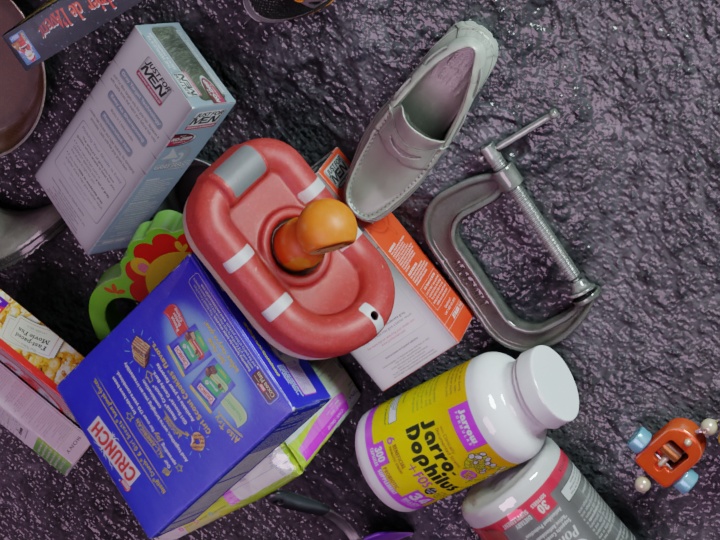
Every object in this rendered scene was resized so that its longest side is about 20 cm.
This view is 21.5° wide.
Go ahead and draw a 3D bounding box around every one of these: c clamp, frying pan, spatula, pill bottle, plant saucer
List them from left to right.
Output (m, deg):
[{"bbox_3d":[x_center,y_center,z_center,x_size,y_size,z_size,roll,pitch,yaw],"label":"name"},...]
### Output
[{"bbox_3d":[-0.378,-0.200,1.775,0.198,0.032,0.202,9,119,16],"label":"plant saucer"},{"bbox_3d":[-0.148,-0.026,1.777,0.114,0.031,0.191,20,130,21],"label":"frying pan"},{"bbox_3d":[-0.025,0.239,1.813,0.056,0.021,0.199,-26,143,29],"label":"spatula"},{"bbox_3d":[0.098,0.140,1.732,0.199,0.104,0.105,-29,104,31],"label":"pill bottle"},{"bbox_3d":[0.143,-0.023,1.673,0.170,0.027,0.201,-22,107,29],"label":"c clamp"},{"bbox_3d":[0.195,0.261,1.757,0.110,0.111,0.200,-35,101,32],"label":"pill bottle"}]

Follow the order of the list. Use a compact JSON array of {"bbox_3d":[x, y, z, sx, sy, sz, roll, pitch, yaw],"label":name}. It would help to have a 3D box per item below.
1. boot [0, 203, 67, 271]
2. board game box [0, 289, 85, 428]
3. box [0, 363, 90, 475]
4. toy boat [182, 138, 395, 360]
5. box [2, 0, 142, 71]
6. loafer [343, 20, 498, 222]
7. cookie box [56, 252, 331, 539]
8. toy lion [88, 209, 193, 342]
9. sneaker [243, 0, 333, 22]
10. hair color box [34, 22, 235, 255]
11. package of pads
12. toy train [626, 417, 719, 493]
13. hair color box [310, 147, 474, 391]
[{"bbox_3d":[-0.378,-0.060,1.834,0.199,0.068,0.131,-21,102,27],"label":"boot"},{"bbox_3d":[-0.293,0.105,1.843,0.199,0.046,0.152,38,164,2],"label":"board game box"},{"bbox_3d":[-0.356,0.125,1.891,0.200,0.036,0.144,41,164,-3],"label":"box"},{"bbox_3d":[-0.046,-0.022,1.598,0.200,0.131,0.130,51,149,-10],"label":"toy boat"},{"bbox_3d":[-0.196,-0.251,1.615,0.199,0.137,0.038,-25,106,30],"label":"box"},{"bbox_3d":[0.046,-0.123,1.611,0.070,0.070,0.201,32,111,1],"label":"loafer"},{"bbox_3d":[-0.151,0.108,1.681,0.200,0.075,0.172,-42,74,25],"label":"cookie box"},{"bbox_3d":[-0.167,0.028,1.772,0.198,0.069,0.193,-4,129,23],"label":"toy lion"},{"bbox_3d":[-0.028,-0.264,1.580,0.199,0.077,0.078,-31,105,33],"label":"sneaker"},{"bbox_3d":[-0.206,-0.118,1.716,0.099,0.060,0.200,53,126,18],"label":"hair color box"},{"bbox_3d":[-0.111,0.170,1.796,0.199,0.155,0.068,-30,99,31],"label":"package of pads"},{"bbox_3d":[0.346,0.179,1.692,0.199,0.056,0.151,38,125,2],"label":"toy train"},{"bbox_3d":[0.000,0.000,1.720,0.101,0.061,0.200,-33,102,31],"label":"hair color box"}]
